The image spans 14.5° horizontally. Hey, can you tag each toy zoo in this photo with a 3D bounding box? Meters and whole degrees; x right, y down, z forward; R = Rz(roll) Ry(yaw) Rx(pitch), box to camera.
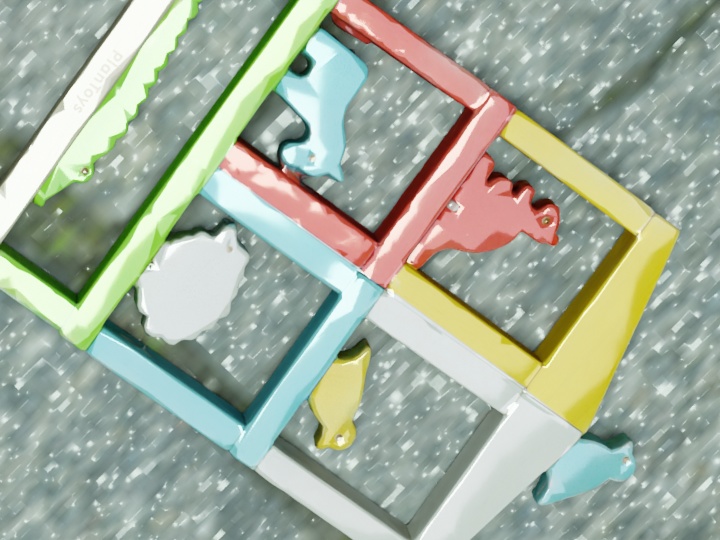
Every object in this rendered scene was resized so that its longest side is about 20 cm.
[{"bbox_3d":[0.000,0.000,0.823,0.200,0.020,0.131,35,94,-10],"label":"toy zoo"}]
